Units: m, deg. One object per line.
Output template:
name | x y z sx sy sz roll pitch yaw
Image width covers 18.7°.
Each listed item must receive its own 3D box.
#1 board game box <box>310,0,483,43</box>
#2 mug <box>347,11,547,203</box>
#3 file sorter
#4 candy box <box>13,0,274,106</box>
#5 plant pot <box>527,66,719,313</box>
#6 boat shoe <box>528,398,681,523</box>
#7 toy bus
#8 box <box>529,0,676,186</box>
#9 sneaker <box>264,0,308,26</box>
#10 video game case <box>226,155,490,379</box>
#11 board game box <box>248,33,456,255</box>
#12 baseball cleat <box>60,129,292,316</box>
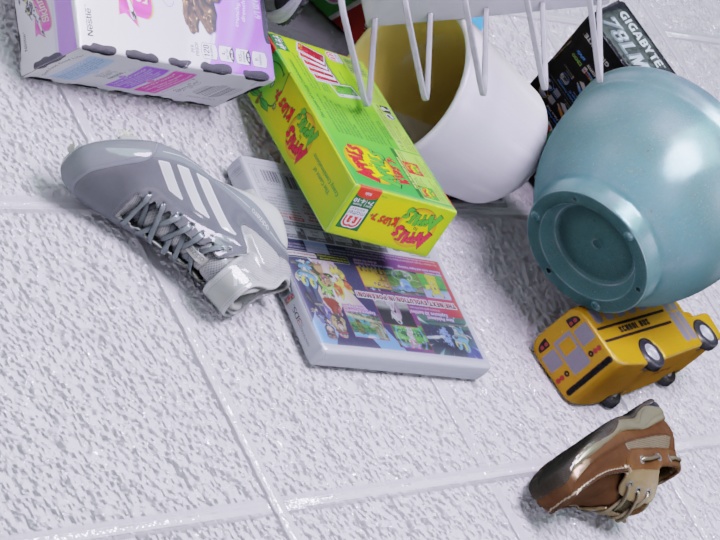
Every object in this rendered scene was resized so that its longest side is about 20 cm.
board game box | 0.019 -0.256 1.999 0.200 0.040 0.153 42 32 -11
mug | 0.085 -0.148 1.856 0.153 0.149 0.188 29 71 -42
file sorter | 0.089 -0.215 1.691 0.139 0.199 0.125 75 13 -48
candy box | -0.167 -0.222 1.649 0.199 0.071 0.169 4 73 -47
plant pot | 0.222 -0.049 1.814 0.200 0.200 0.134 48 53 0
boat shoe | 0.206 0.160 1.745 0.074 0.076 0.200 57 33 8
toy bus | 0.234 0.063 1.894 0.200 0.065 0.078 -13 64 -55
box | 0.227 -0.104 1.942 0.050 0.199 0.200 -28 77 -32
sneaker | -0.083 -0.246 1.751 0.079 0.200 0.074 38 77 -25
video game case | 0.000 0.000 1.714 0.199 0.023 0.183 9 49 -48
board game box | -0.013 -0.101 1.723 0.101 0.048 0.200 13 33 -37
baseball cleat | -0.121 -0.030 1.551 0.199 0.070 0.107 17 42 -39
